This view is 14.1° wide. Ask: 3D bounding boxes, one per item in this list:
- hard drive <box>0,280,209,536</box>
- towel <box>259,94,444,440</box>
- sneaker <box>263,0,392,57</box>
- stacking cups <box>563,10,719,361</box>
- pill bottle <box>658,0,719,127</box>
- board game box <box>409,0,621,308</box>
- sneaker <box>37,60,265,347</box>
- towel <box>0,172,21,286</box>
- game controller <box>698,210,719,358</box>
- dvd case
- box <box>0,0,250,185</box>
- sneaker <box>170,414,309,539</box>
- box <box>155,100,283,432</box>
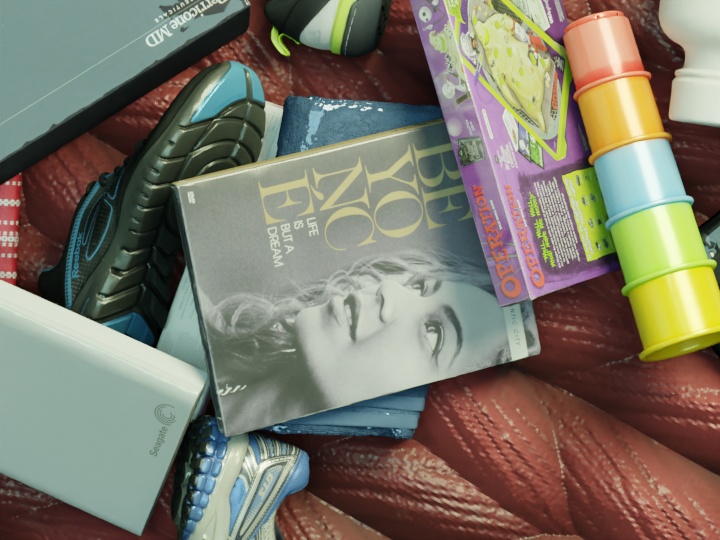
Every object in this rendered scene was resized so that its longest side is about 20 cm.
[{"bbox_3d":[-0.199,0.068,1.701,0.200,0.027,0.132,24,132,0],"label":"hard drive"},{"bbox_3d":[-0.006,-0.002,1.707,0.111,0.049,0.201,5,96,-22],"label":"towel"},{"bbox_3d":[-0.013,-0.222,1.704,0.083,0.072,0.201,12,92,7],"label":"sneaker"},{"bbox_3d":[0.161,-0.051,1.677,0.060,0.061,0.201,-17,81,5],"label":"stacking cups"},{"bbox_3d":[0.230,-0.180,1.666,0.111,0.111,0.201,8,93,4],"label":"pill bottle"},{"bbox_3d":[0.093,-0.087,1.679,0.032,0.120,0.201,-16,90,33],"label":"board game box"},{"bbox_3d":[-0.128,-0.043,1.698,0.082,0.073,0.200,45,109,40],"label":"sneaker"},{"bbox_3d":[-0.277,-0.017,1.756,0.144,0.022,0.201,4,94,2],"label":"towel"},{"bbox_3d":[0.280,-0.022,1.708,0.200,0.042,0.104,-38,103,5],"label":"game controller"},{"bbox_3d":[0.000,0.000,1.675,0.199,0.016,0.149,-14,101,-19],"label":"dvd case"},{"bbox_3d":[-0.194,-0.170,1.690,0.200,0.104,0.182,-32,88,-4],"label":"box"},{"bbox_3d":[-0.075,0.187,1.715,0.085,0.077,0.201,9,108,-13],"label":"sneaker"},{"bbox_3d":[-0.082,-0.003,1.731,0.041,0.039,0.201,19,93,2],"label":"box"}]
